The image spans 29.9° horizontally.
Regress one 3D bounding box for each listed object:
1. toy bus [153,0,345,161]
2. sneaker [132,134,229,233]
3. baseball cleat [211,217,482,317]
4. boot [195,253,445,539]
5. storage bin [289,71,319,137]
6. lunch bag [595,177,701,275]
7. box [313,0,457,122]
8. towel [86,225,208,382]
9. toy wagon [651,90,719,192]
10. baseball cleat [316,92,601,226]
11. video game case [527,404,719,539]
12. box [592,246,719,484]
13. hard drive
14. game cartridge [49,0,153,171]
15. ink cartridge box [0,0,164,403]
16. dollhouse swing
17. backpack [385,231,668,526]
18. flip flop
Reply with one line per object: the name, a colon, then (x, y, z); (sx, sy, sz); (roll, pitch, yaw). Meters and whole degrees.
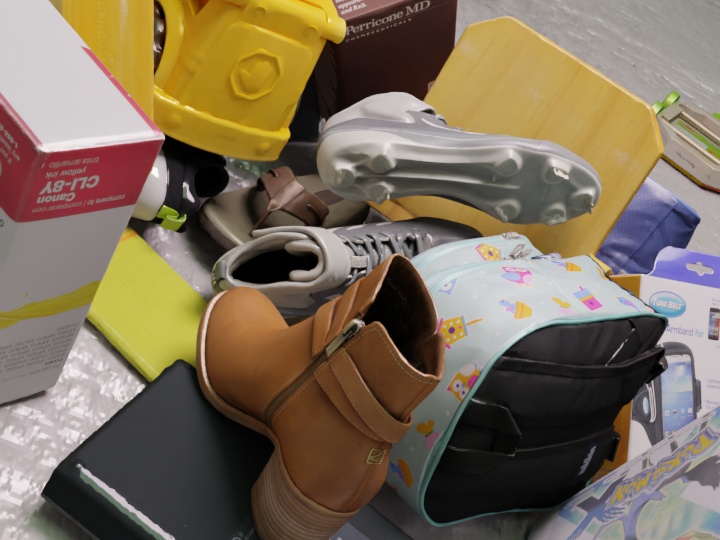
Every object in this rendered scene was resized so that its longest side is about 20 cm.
toy bus: (-0.094, -0.209, 0.961); (0.135, 0.192, 0.200); (12, 37, -36)
sneaker: (-0.137, -0.083, 1.005); (0.083, 0.072, 0.200); (33, 30, -12)
baseball cleat: (0.000, 0.000, 0.921); (0.199, 0.106, 0.070); (-10, 83, -10)
boot: (-0.025, 0.043, 0.763); (0.076, 0.156, 0.200); (16, 35, -26)
storage bin: (-0.043, -0.213, 1.164); (0.145, 0.200, 0.135); (-3, 56, -45)
lunch bag: (0.177, -0.049, 1.162); (0.200, 0.133, 0.136); (39, 7, 14)
box: (0.018, -0.170, 1.062); (0.100, 0.200, 0.075); (-21, 61, -9)
towel: (-0.163, 0.010, 0.901); (0.200, 0.018, 0.086); (42, 38, 15)
toy wagon: (0.422, -0.153, 1.618); (0.155, 0.040, 0.200); (40, 31, 12)
baseball cleat: (0.069, -0.087, 0.950); (0.199, 0.070, 0.107); (8, 39, -9)
video game case: (0.163, 0.160, 0.798); (0.022, 0.200, 0.182); (47, 30, -7)
box: (0.231, 0.086, 0.991); (0.119, 0.041, 0.201); (10, 81, -32)
hard drive: (-0.064, 0.146, 0.770); (0.200, 0.033, 0.140); (38, 32, 5)
game cartridge: (-0.229, -0.130, 0.847); (0.199, 0.177, 0.032); (-3, 16, -19)
ink cartridge box: (-0.210, -0.039, 0.751); (0.083, 0.200, 0.145); (-16, 54, -47)
dollhouse swing: (0.127, -0.071, 1.045); (0.200, 0.176, 0.182); (35, 3, 14)
backpack: (0.082, 0.069, 0.874); (0.153, 0.176, 0.200); (39, 27, 27)
flip flop: (-0.051, -0.052, 1.042); (0.081, 0.058, 0.200); (43, 33, 18)
